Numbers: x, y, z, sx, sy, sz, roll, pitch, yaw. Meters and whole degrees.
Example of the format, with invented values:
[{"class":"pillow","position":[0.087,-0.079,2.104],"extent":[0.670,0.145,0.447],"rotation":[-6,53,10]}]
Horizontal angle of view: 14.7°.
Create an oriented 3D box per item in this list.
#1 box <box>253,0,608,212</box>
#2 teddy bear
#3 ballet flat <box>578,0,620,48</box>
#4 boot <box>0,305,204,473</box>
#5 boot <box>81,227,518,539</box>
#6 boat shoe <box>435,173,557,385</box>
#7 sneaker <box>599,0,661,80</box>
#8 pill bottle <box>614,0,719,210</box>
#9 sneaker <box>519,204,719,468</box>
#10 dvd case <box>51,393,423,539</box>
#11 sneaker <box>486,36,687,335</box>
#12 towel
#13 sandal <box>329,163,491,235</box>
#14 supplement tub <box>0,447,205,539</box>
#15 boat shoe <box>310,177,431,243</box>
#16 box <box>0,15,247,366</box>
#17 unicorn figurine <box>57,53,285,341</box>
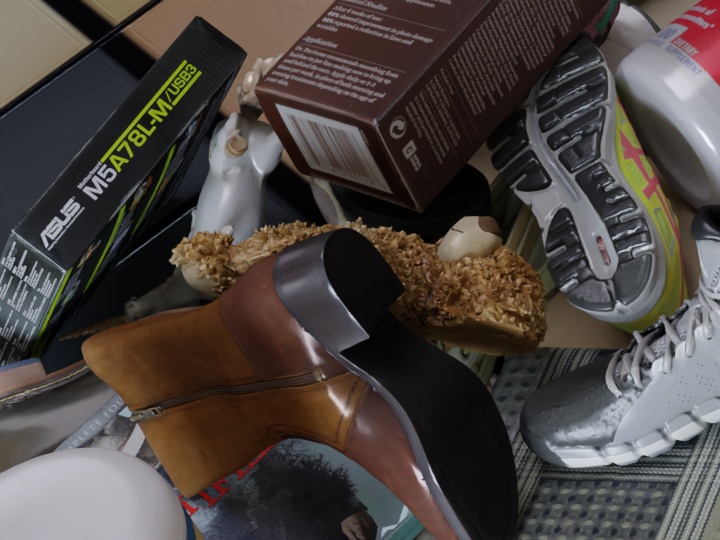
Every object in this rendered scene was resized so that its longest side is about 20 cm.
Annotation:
[{"class":"box","position":[0.046,-0.132,1.528],"extent":[0.100,0.075,0.200],"rotation":[20,60,43]},{"class":"teddy bear","position":[0.000,0.000,1.454],"extent":[0.199,0.145,0.067],"rotation":[-1,72,30]},{"class":"ballet flat","position":[0.058,-0.138,1.636],"extent":[0.199,0.069,0.071],"rotation":[-7,42,31]},{"class":"boot","position":[-0.129,0.089,1.603],"extent":[0.199,0.075,0.097],"rotation":[-18,60,1]},{"class":"boot","position":[-0.034,0.087,1.411],"extent":[0.200,0.188,0.069],"rotation":[-26,18,43]},{"class":"boat shoe","position":[0.050,0.020,1.539],"extent":[0.073,0.063,0.201],"rotation":[18,56,47]},{"class":"sneaker","position":[0.092,-0.126,1.688],"extent":[0.200,0.075,0.087],"rotation":[11,56,44]},{"class":"pill bottle","position":[0.248,-0.124,1.533],"extent":[0.200,0.112,0.112],"rotation":[-36,35,-10]},{"class":"sneaker","position":[0.161,0.021,1.369],"extent":[0.199,0.116,0.075],"rotation":[-17,36,11]},{"class":"dvd case","position":[-0.078,0.127,1.494],"extent":[0.146,0.022,0.200],"rotation":[-42,50,-17]},{"class":"sneaker","position":[0.130,-0.039,1.518],"extent":[0.078,0.090,0.201],"rotation":[-29,50,21]},{"class":"towel","position":[0.126,0.115,1.401],"extent":[0.192,0.035,0.200],"rotation":[0,42,32]},{"class":"sandal","position":[0.008,-0.075,1.588],"extent":[0.075,0.048,0.200],"rotation":[-22,33,-17]},{"class":"supplement tub","position":[-0.112,0.198,1.313],"extent":[0.144,0.200,0.145],"rotation":[-19,36,14]},{"class":"boat shoe","position":[0.013,-0.049,1.644],"extent":[0.073,0.075,0.200],"rotation":[-27,36,4]},{"class":"box","position":[-0.158,-0.035,1.675],"extent":[0.193,0.047,0.200],"rotation":[-51,-2,-29]},{"class":"unicorn figurine","position":[-0.085,-0.026,1.649],"extent":[0.200,0.074,0.137],"rotation":[-61,16,-9]}]
